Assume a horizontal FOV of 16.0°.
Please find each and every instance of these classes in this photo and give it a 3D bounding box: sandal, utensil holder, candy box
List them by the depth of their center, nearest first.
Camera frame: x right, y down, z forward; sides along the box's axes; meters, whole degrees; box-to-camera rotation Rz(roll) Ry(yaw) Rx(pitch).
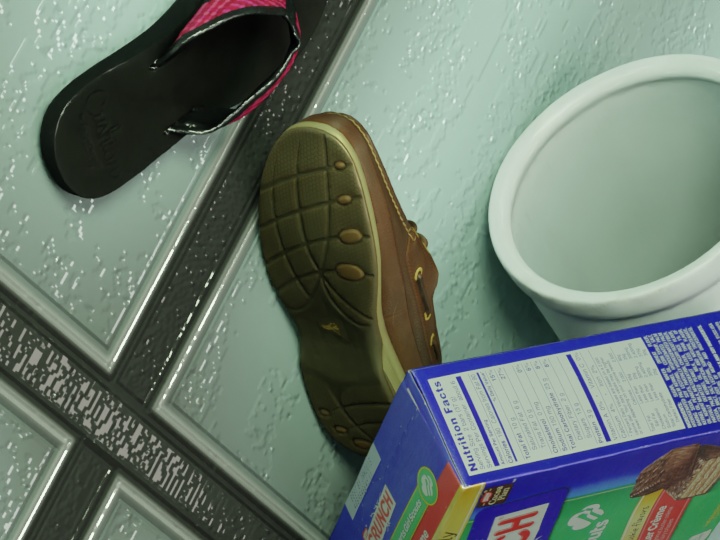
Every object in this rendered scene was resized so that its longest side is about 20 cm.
[{"bbox_3d":[-0.068,-0.098,1.212,0.200,0.045,0.075,-44,129,-34],"label":"sandal"},{"bbox_3d":[0.099,0.110,1.327,0.199,0.077,0.169,-9,147,-25],"label":"candy box"},{"bbox_3d":[0.187,0.006,1.444,0.170,0.169,0.200,-59,139,-22],"label":"utensil holder"}]

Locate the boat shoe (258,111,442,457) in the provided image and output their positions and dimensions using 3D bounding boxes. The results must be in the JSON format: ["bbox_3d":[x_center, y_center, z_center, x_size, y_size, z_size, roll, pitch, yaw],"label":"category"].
[{"bbox_3d":[0.000,0.000,1.302,0.068,0.072,0.201,-46,136,-39],"label":"boat shoe"}]
